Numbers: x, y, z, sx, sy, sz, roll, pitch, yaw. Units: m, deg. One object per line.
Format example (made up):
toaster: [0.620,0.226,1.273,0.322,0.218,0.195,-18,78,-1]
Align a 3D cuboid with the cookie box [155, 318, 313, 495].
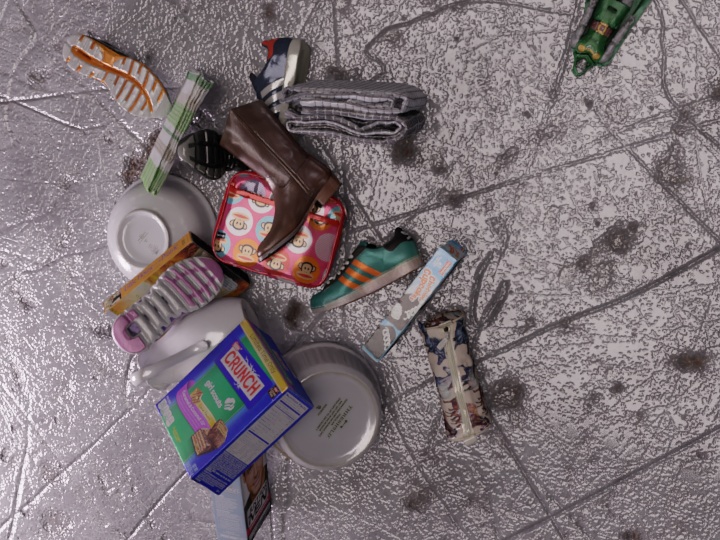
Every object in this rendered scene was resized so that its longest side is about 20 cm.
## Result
cookie box: [-0.193,0.203,1.548,0.200,0.075,0.171,-43,46,3]

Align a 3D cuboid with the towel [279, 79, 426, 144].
towel: [-0.009,-0.237,1.546,0.197,0.166,0.087,5,105,13]

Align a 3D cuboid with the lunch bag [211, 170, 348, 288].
lunch bag: [-0.125,-0.077,1.625,0.198,0.082,0.178,16,91,-3]

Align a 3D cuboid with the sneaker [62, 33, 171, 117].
sneaker: [-0.387,-0.321,1.676,0.199,0.077,0.079,37,104,4]

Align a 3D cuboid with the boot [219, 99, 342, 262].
boot: [-0.154,-0.139,1.549,0.200,0.064,0.187,44,71,-5]

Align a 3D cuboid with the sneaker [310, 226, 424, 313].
sneaker: [0.000,0.000,1.628,0.198,0.071,0.081,-27,86,11]

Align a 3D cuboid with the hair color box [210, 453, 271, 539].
hair color box: [-0.197,0.339,1.668,0.060,0.099,0.202,7,121,17]

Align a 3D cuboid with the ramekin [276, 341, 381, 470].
ramekin: [-0.056,0.220,1.618,0.200,0.094,0.205,-2,100,-11]

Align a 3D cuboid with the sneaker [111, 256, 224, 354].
sneaker: [-0.304,0.052,1.623,0.199,0.088,0.081,-39,91,-8]

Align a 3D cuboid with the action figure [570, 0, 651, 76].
action figure: [0.363,-0.374,1.493,0.117,0.055,0.202,28,107,6]

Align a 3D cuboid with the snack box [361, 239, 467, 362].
snack box: [0.085,0.045,1.584,0.037,0.116,0.201,39,105,6]

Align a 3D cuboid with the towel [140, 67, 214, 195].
towel: [-0.293,-0.222,1.625,0.030,0.149,0.202,24,97,-19]

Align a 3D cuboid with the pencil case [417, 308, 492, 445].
pencil case: [0.148,0.166,1.599,0.077,0.089,0.202,-13,95,15]

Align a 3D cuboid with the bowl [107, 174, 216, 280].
bowl: [-0.342,-0.056,1.692,0.198,0.090,0.204,2,98,15]

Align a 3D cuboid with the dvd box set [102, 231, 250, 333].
dvd box set: [-0.300,0.038,1.679,0.199,0.030,0.146,-36,131,15]

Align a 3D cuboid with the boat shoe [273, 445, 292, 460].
boat shoe: [-0.174,0.241,1.701,0.199,0.072,0.065,34,103,2]

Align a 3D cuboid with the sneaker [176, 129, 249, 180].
sneaker: [-0.238,-0.178,1.595,0.078,0.200,0.076,2,94,22]

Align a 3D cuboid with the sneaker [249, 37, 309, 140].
sneaker: [-0.139,-0.269,1.625,0.084,0.075,0.203,12,94,16]

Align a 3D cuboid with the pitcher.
pitcher: [-0.264,0.126,1.638,0.198,0.172,0.122,-25,95,7]
